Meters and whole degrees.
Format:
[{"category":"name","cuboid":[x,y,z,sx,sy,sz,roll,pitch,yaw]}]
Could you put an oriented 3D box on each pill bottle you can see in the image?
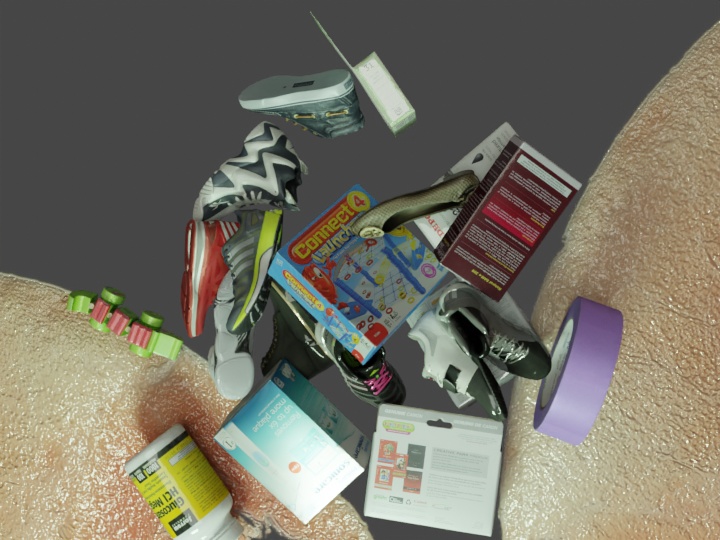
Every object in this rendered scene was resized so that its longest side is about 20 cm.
[{"category":"pill bottle","cuboid":[-0.274,0.355,1.462,0.112,0.112,0.201,-36,89,9]}]

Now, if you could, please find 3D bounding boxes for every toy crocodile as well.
[{"category":"toy crocodile","cuboid":[-0.377,0.085,1.482,0.198,0.062,0.068,29,97,4]}]

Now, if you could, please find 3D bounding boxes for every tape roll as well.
[{"category":"tape roll","cuboid":[0.310,0.143,1.325,0.065,0.200,0.204,18,96,5]}]

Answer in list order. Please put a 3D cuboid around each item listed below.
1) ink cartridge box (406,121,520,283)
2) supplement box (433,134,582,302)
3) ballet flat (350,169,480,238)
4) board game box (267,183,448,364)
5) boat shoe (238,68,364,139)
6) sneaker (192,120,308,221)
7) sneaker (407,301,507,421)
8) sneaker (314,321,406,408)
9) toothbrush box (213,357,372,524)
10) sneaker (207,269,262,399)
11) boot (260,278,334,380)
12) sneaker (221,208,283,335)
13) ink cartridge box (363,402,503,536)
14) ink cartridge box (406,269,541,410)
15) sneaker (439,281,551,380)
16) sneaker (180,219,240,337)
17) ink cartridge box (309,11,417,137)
[{"category":"ink cartridge box","cuboid":[0.186,-0.095,1.375,0.199,0.084,0.145,-40,80,9]},{"category":"supplement box","cuboid":[0.201,-0.071,1.282,0.108,0.061,0.201,32,101,-14]},{"category":"ballet flat","cuboid":[0.080,-0.086,1.326,0.197,0.067,0.047,-22,76,6]},{"category":"board game box","cuboid":[0.000,0.000,1.360,0.195,0.056,0.200,42,53,6]},{"category":"boat shoe","cuboid":[-0.091,-0.245,1.417,0.197,0.071,0.092,0,132,28]},{"category":"sneaker","cuboid":[-0.160,-0.114,1.429,0.129,0.080,0.200,42,88,11]},{"category":"sneaker","cuboid":[0.141,0.150,1.367,0.088,0.074,0.201,-37,63,8]},{"category":"sneaker","cuboid":[0.011,0.148,1.393,0.074,0.087,0.201,-43,116,-11]},{"category":"toothbrush box","cuboid":[-0.102,0.262,1.422,0.200,0.085,0.146,44,111,-6]},{"category":"sneaker","cuboid":[-0.198,0.097,1.431,0.074,0.115,0.204,5,81,-16]},{"category":"boot","cuboid":[-0.132,0.095,1.447,0.138,0.077,0.201,-41,87,13]},{"category":"sneaker","cuboid":[-0.171,-0.001,1.371,0.079,0.074,0.203,11,67,6]},{"category":"ink cartridge box","cuboid":[0.115,0.294,1.420,0.196,0.084,0.179,8,96,6]},{"category":"ink cartridge box","cuboid":[0.169,0.086,1.428,0.161,0.057,0.202,-34,69,9]},{"category":"sneaker","cuboid":[0.189,0.109,1.307,0.199,0.116,0.075,37,111,-7]},{"category":"sneaker","cuboid":[-0.218,0.015,1.447,0.113,0.079,0.203,-3,125,-21]},{"category":"ink cartridge box","cuboid":[0.009,-0.295,1.360,0.048,0.146,0.202,-33,89,6]}]
